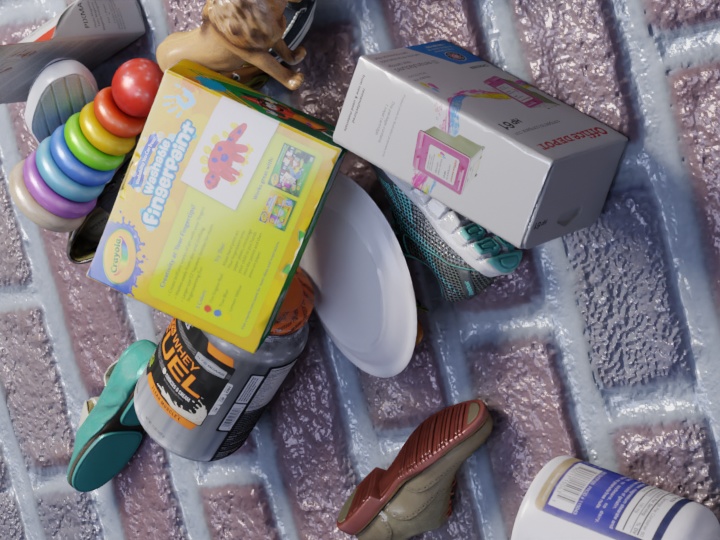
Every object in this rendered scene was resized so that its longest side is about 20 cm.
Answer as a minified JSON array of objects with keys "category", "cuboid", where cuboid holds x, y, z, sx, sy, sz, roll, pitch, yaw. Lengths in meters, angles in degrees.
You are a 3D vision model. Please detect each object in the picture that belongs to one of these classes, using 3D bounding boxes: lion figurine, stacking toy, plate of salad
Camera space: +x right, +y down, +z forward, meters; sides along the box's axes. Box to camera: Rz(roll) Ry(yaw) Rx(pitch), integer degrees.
[{"category":"lion figurine","cuboid":[-0.126,-0.196,1.627,0.200,0.073,0.122,-29,127,35]},{"category":"stacking toy","cuboid":[-0.246,-0.126,1.748,0.200,0.085,0.086,-43,78,30]},{"category":"plate of salad","cuboid":[0.000,0.000,1.694,0.200,0.048,0.201,40,141,43]}]

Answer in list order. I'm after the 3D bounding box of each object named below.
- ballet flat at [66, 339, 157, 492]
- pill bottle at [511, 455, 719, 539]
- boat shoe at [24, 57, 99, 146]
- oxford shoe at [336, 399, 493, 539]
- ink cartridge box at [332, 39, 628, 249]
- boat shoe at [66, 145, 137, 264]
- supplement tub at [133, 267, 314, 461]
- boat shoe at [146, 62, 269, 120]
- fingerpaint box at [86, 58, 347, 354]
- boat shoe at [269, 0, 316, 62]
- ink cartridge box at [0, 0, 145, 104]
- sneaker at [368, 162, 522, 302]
[{"category":"ballet flat","cuboid":[-0.251,0.145,1.920,0.200,0.067,0.071,-53,48,32]},{"category":"pill bottle","cuboid":[0.239,0.243,1.568,0.199,0.119,0.120,19,113,29]},{"category":"boat shoe","cuboid":[-0.297,-0.158,1.806,0.200,0.073,0.067,109,142,-61]},{"category":"oxford shoe","cuboid":[0.065,0.194,1.720,0.075,0.071,0.200,39,124,-12]},{"category":"ink cartridge box","cuboid":[0.102,-0.109,1.547,0.200,0.144,0.085,32,118,23]},{"category":"boat shoe","cuboid":[-0.222,-0.063,1.819,0.073,0.065,0.200,31,137,-21]},{"category":"supplement tub","cuboid":[-0.127,0.078,1.762,0.123,0.122,0.200,45,128,16]},{"category":"boat shoe","cuboid":[-0.170,-0.164,1.763,0.200,0.072,0.068,-30,85,36]},{"category":"fingerpaint box","cuboid":[-0.122,-0.057,1.609,0.166,0.073,0.201,24,107,2]},{"category":"boat shoe","cuboid":[-0.066,-0.266,1.631,0.071,0.091,0.201,28,111,3]},{"category":"ink cartridge box","cuboid":[-0.327,-0.208,1.777,0.162,0.200,0.057,-27,79,36]},{"category":"sneaker","cuboid":[0.051,-0.053,1.646,0.200,0.077,0.091,52,132,16]}]
